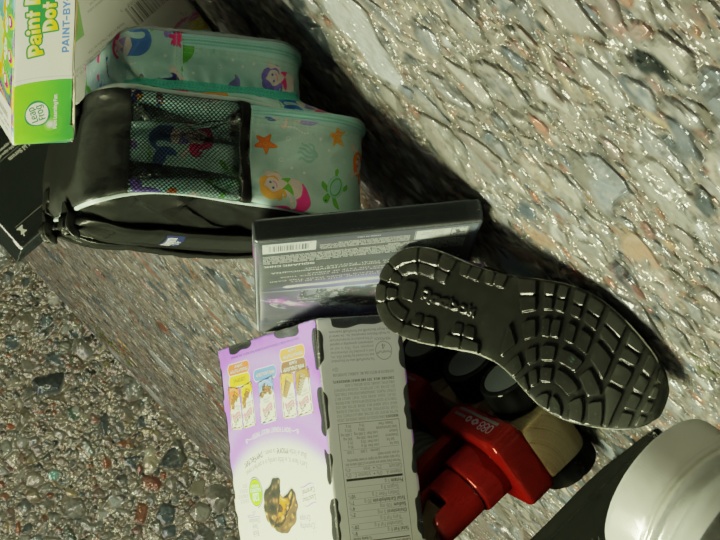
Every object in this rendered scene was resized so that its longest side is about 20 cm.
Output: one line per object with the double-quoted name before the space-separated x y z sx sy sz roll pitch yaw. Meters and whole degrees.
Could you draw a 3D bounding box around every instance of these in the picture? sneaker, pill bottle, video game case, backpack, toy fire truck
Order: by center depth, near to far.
"pill bottle" 0.238 0.173 0.965 0.200 0.113 0.113 35 161 37
"sneaker" 0.113 0.037 1.097 0.200 0.076 0.088 27 -171 30
"backpack" -0.098 -0.076 1.158 0.200 0.151 0.177 10 171 -19
"video game case" 0.000 0.000 1.172 0.200 0.143 0.019 99 164 -73
"toy fire truck" 0.053 0.159 1.280 0.129 0.200 0.176 55 163 -26

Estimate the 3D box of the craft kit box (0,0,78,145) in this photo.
"craft kit box" -0.221 -0.209 1.094 0.200 0.048 0.198 49 137 51

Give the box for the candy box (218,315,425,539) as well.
"candy box" -0.029 0.142 1.256 0.168 0.071 0.201 -18 77 61

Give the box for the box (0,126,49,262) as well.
"box" -0.229 -0.126 1.330 0.141 0.200 0.079 48 165 -1

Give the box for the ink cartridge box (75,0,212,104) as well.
"ink cartridge box" -0.153 -0.131 1.269 0.200 0.117 0.067 52 164 -15

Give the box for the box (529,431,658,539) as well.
"box" 0.154 0.228 1.173 0.124 0.200 0.149 46 166 7
